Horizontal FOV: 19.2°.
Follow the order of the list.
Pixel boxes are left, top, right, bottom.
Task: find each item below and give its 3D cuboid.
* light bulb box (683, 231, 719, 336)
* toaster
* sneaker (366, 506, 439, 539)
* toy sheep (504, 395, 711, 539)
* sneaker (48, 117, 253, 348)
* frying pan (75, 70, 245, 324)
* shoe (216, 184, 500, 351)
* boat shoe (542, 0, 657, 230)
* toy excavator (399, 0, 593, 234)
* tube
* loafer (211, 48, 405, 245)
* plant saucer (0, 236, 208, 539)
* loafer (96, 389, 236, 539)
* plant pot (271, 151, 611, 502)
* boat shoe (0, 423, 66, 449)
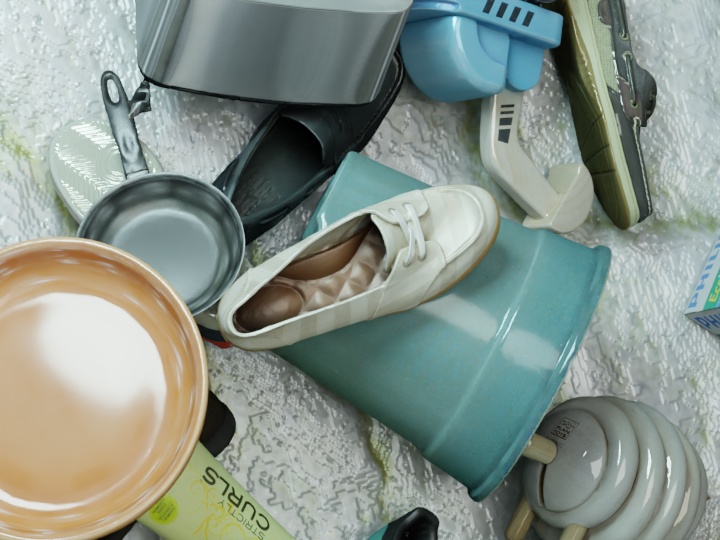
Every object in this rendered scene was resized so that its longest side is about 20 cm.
[{"bbox_3d":[0.386,-0.008,1.611,0.199,0.125,0.199,29,76,-12],"label":"light bulb box"},{"bbox_3d":[-0.066,-0.208,1.474,0.179,0.119,0.201,4,57,-15],"label":"toaster"},{"bbox_3d":[0.043,0.235,1.437,0.071,0.200,0.080,33,108,-31],"label":"sneaker"},{"bbox_3d":[0.176,0.155,1.523,0.200,0.137,0.139,26,74,-46],"label":"toy sheep"},{"bbox_3d":[-0.147,-0.020,1.489,0.075,0.085,0.200,-36,69,-16],"label":"sneaker"},{"bbox_3d":[-0.157,-0.038,1.433,0.115,0.031,0.190,-37,66,-16],"label":"frying pan"},{"bbox_3d":[0.000,0.000,1.370,0.199,0.053,0.070,-25,83,-1],"label":"shoe"},{"bbox_3d":[0.193,-0.134,1.598,0.066,0.072,0.202,-14,83,-12],"label":"boat shoe"},{"bbox_3d":[0.095,-0.140,1.556,0.194,0.100,0.202,14,82,-35],"label":"toy excavator"},{"bbox_3d":[-0.092,0.179,1.449,0.200,0.052,0.058,45,31,-27],"label":"tube"},{"bbox_3d":[-0.036,-0.094,1.525,0.068,0.070,0.201,46,72,-6],"label":"loafer"},{"bbox_3d":[-0.194,0.079,1.356,0.199,0.037,0.202,-1,72,4],"label":"plant saucer"},{"bbox_3d":[-0.177,0.135,1.446,0.200,0.073,0.072,-41,124,-26],"label":"loafer"},{"bbox_3d":[0.042,0.027,1.480,0.195,0.200,0.201,28,76,-2],"label":"plant pot"},{"bbox_3d":[-0.239,0.094,1.416,0.199,0.069,0.075,10,58,8],"label":"boat shoe"}]
